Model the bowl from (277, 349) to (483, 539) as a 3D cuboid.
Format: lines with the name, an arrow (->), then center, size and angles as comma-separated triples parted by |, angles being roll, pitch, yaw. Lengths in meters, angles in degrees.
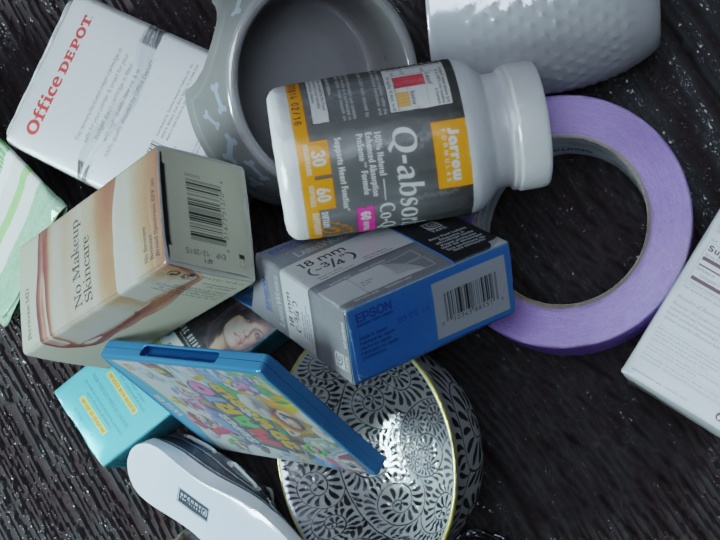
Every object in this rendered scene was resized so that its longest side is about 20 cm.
bowl -> 0.033, 0.141, 1.135 | 0.200, 0.094, 0.202 | 4, 95, 48

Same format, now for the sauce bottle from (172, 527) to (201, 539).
sauce bottle -> -0.080, 0.288, 1.174 | 0.200, 0.065, 0.065 | 35, 91, 17

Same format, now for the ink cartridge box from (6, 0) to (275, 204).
ink cartridge box -> -0.178, -0.127, 1.246 | 0.199, 0.084, 0.147 | 26, 89, 16

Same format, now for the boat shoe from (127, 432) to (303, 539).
boat shoe -> -0.099, 0.194, 1.180 | 0.200, 0.068, 0.072 | 29, 118, 30

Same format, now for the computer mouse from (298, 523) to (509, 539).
computer mouse -> 0.039, 0.232, 1.168 | 0.199, 0.034, 0.059 | -1, 81, 14

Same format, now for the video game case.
video game case -> -0.093, 0.103, 1.110 | 0.199, 0.143, 0.018 | 2, 56, 47

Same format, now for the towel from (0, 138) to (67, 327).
towel -> -0.349, -0.066, 1.276 | 0.200, 0.023, 0.153 | 44, 127, 15

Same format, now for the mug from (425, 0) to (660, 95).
mug -> 0.143, -0.237, 1.153 | 0.174, 0.148, 0.201 | -3, 76, 8

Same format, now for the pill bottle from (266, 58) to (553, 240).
pill bottle -> 0.035, -0.093, 1.079 | 0.199, 0.116, 0.117 | -9, 80, -1

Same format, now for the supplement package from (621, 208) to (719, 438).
supplement package -> 0.295, 0.023, 1.092 | 0.109, 0.114, 0.200 | 31, 89, 15

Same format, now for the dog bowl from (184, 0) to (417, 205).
dog bowl -> -0.040, -0.151, 1.171 | 0.059, 0.199, 0.201 | 8, 82, 58

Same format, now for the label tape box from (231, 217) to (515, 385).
label tape box -> 0.000, 0.000, 1.107 | 0.144, 0.200, 0.064 | -22, 118, -25

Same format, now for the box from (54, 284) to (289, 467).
box -> -0.154, 0.075, 1.230 | 0.200, 0.049, 0.082 | -39, 75, 6

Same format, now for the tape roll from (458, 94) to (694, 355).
tape roll -> 0.163, -0.035, 1.159 | 0.199, 0.066, 0.201 | -2, 83, 14

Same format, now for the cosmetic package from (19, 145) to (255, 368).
cosmetic package -> -0.179, -0.006, 1.140 | 0.200, 0.087, 0.104 | -31, 59, 40
